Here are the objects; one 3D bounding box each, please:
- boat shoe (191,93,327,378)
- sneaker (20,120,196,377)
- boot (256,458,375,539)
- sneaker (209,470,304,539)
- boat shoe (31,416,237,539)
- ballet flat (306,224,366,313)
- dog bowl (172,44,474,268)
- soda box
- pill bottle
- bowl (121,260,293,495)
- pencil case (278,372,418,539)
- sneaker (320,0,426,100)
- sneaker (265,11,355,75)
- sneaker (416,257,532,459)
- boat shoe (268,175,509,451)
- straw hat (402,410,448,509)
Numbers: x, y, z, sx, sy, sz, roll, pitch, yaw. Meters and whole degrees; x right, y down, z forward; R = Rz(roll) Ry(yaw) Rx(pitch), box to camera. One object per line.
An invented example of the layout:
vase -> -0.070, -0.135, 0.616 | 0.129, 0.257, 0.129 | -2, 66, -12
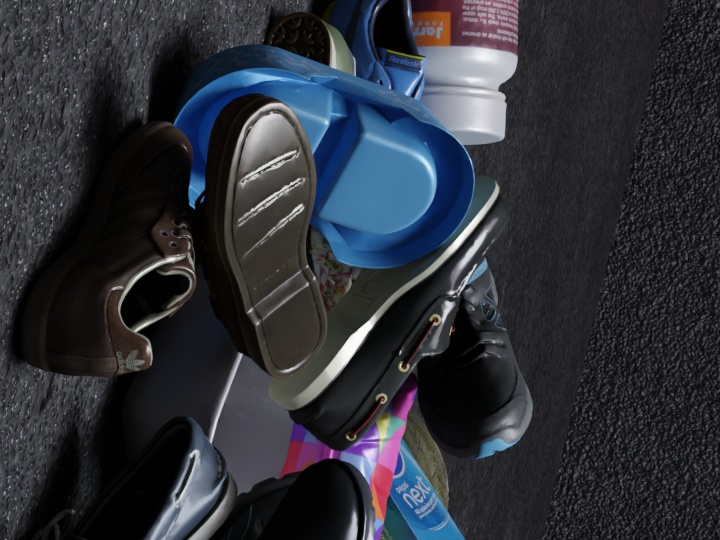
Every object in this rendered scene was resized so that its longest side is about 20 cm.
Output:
boat shoe -> -0.070, -0.025, 1.412 | 0.072, 0.068, 0.201 | -31, 138, -29
sneaker -> -0.121, -0.007, 1.373 | 0.200, 0.075, 0.071 | -65, 161, -45
boot -> -0.088, 0.173, 1.360 | 0.200, 0.065, 0.166 | 19, 89, -49
sneaker -> -0.079, 0.198, 1.484 | 0.079, 0.199, 0.076 | 56, -3, 43
boat shoe -> -0.148, 0.168, 1.387 | 0.200, 0.075, 0.062 | -45, 130, -23
ballet flat -> 0.000, 0.000, 1.640 | 0.200, 0.064, 0.076 | 86, 22, -55
dog bowl -> -0.027, -0.074, 1.499 | 0.112, 0.199, 0.050 | -60, -155, 27
soda box -> -0.008, 0.139, 1.708 | 0.068, 0.200, 0.064 | -42, 157, 23
pill bottle -> 0.063, -0.199, 1.830 | 0.114, 0.114, 0.201 | 19, 72, -77
bowl -> -0.094, 0.090, 1.580 | 0.201, 0.074, 0.200 | 86, 21, -48
pencil case -> -0.020, 0.153, 1.619 | 0.088, 0.088, 0.201 | 61, 41, -71
sneaker -> 0.010, -0.111, 1.740 | 0.066, 0.078, 0.201 | 7, 77, -35
sneaker -> -0.037, -0.074, 1.685 | 0.090, 0.067, 0.201 | 5, 93, -72
sneaker -> 0.060, 0.041, 1.609 | 0.200, 0.073, 0.082 | -104, 173, -49
boat shoe -> 0.028, 0.026, 1.564 | 0.202, 0.063, 0.074 | -50, -156, -6
straw hat -> -0.036, 0.169, 1.797 | 0.085, 0.200, 0.202 | 32, 67, -43
